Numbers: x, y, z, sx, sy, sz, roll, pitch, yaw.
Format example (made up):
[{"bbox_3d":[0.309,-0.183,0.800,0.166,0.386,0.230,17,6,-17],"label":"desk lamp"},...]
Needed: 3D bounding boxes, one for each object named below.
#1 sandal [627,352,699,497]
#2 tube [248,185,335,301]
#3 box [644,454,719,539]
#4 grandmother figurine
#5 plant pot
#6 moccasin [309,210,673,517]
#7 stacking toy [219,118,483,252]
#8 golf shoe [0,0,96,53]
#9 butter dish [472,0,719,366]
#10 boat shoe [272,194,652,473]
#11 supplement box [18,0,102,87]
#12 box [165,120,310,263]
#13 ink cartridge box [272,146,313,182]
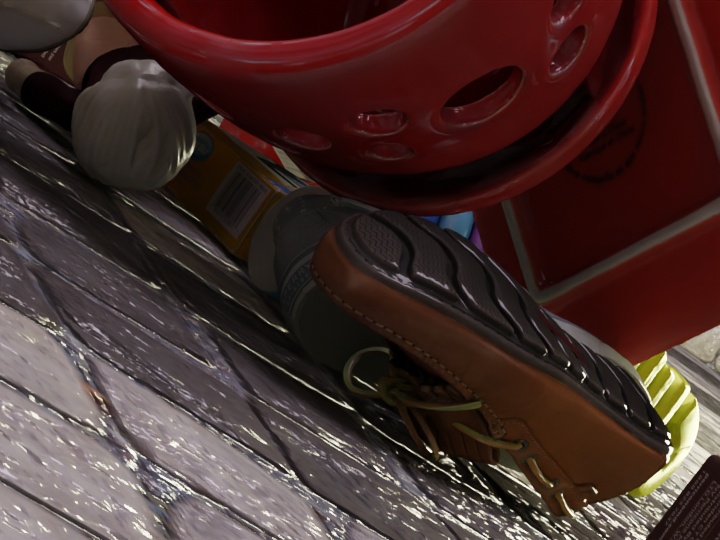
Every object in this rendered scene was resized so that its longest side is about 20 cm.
[{"bbox_3d":[0.109,0.031,1.192,0.087,0.079,0.200,27,-34,34],"label":"sandal"},{"bbox_3d":[0.036,0.030,1.065,0.200,0.050,0.078,34,36,-37],"label":"tube"},{"bbox_3d":[0.150,0.135,0.720,0.100,0.075,0.200,34,7,-16],"label":"box"},{"bbox_3d":[-0.097,-0.080,1.067,0.200,0.121,0.061,-97,174,-72],"label":"grandmother figurine"},{"bbox_3d":[0.016,-0.128,0.929,0.200,0.201,0.182,39,-2,33],"label":"plant pot"},{"bbox_3d":[0.041,0.041,0.905,0.201,0.078,0.074,35,18,-52],"label":"moccasin"},{"bbox_3d":[0.002,-0.042,1.408,0.200,0.086,0.085,27,8,-23],"label":"stacking toy"},{"bbox_3d":[-0.205,-0.150,1.003,0.199,0.073,0.092,28,4,-1],"label":"golf shoe"},{"bbox_3d":[0.150,-0.067,1.059,0.147,0.200,0.200,-4,71,-41],"label":"butter dish"},{"bbox_3d":[0.044,0.022,0.988,0.200,0.070,0.072,28,29,-37],"label":"boat shoe"},{"bbox_3d":[-0.214,-0.174,1.221,0.200,0.061,0.109,30,8,-42],"label":"supplement box"},{"bbox_3d":[0.000,0.000,1.154,0.200,0.042,0.119,30,7,-33],"label":"box"},{"bbox_3d":[-0.046,-0.129,1.127,0.200,0.057,0.163,62,-11,-14],"label":"ink cartridge box"}]
